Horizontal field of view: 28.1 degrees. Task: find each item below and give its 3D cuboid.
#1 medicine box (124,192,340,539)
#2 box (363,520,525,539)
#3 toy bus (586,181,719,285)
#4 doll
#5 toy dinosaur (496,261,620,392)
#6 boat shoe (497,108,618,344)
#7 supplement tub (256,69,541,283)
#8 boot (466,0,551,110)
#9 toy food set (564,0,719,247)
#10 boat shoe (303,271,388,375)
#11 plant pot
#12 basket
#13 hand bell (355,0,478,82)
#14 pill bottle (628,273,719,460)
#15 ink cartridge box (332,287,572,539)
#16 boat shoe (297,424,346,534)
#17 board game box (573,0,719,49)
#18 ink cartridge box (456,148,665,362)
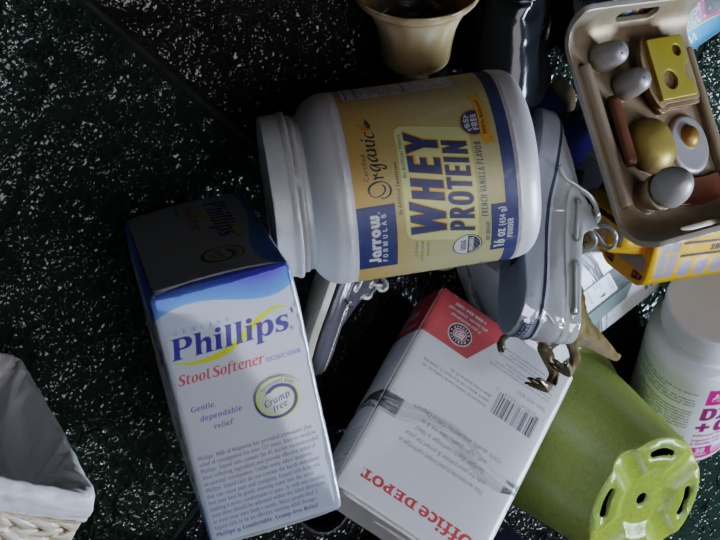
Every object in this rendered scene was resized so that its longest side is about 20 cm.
[{"bbox_3d":[-0.099,0.067,1.078,0.102,0.182,0.202,-16,111,-10],"label":"medicine box"},{"bbox_3d":[0.084,0.334,1.343,0.198,0.198,0.125,-17,121,-26],"label":"box"},{"bbox_3d":[0.280,-0.038,1.264,0.198,0.065,0.079,-8,124,-33],"label":"toy bus"},{"bbox_3d":[0.128,-0.074,1.236,0.200,0.136,0.049,-43,169,-15],"label":"doll"},{"bbox_3d":[0.171,0.047,1.209,0.200,0.058,0.102,40,56,-28],"label":"toy dinosaur"},{"bbox_3d":[0.165,-0.033,1.164,0.085,0.075,0.204,15,60,-16],"label":"boat shoe"},{"bbox_3d":[0.026,-0.069,1.089,0.197,0.145,0.146,-9,119,-6],"label":"supplement tub"},{"bbox_3d":[0.131,-0.200,1.125,0.075,0.200,0.170,3,111,-4],"label":"boot"},{"bbox_3d":[0.257,-0.126,1.176,0.142,0.060,0.202,-14,87,-34],"label":"toy food set"},{"bbox_3d":[0.000,0.000,1.199,0.062,0.073,0.202,17,99,-13],"label":"boat shoe"},{"bbox_3d":[0.212,0.175,1.357,0.199,0.184,0.203,-15,120,-26],"label":"plant pot"},{"bbox_3d":[-0.323,0.153,0.997,0.197,0.200,0.162,16,109,-37],"label":"basket"},{"bbox_3d":[0.044,-0.146,1.173,0.103,0.104,0.202,-22,136,-22],"label":"hand bell"},{"bbox_3d":[0.325,0.089,1.393,0.113,0.114,0.201,-27,148,-19],"label":"pill bottle"},{"bbox_3d":[0.070,0.142,1.240,0.146,0.083,0.201,34,69,-8],"label":"ink cartridge box"},{"bbox_3d":[-0.058,0.143,1.247,0.073,0.063,0.203,-29,124,-15],"label":"boat shoe"},{"bbox_3d":[0.249,-0.271,1.219,0.147,0.064,0.201,-34,139,-15],"label":"board game box"},{"bbox_3d":[0.194,-0.019,1.315,0.199,0.084,0.147,-36,129,-13],"label":"ink cartridge box"}]
